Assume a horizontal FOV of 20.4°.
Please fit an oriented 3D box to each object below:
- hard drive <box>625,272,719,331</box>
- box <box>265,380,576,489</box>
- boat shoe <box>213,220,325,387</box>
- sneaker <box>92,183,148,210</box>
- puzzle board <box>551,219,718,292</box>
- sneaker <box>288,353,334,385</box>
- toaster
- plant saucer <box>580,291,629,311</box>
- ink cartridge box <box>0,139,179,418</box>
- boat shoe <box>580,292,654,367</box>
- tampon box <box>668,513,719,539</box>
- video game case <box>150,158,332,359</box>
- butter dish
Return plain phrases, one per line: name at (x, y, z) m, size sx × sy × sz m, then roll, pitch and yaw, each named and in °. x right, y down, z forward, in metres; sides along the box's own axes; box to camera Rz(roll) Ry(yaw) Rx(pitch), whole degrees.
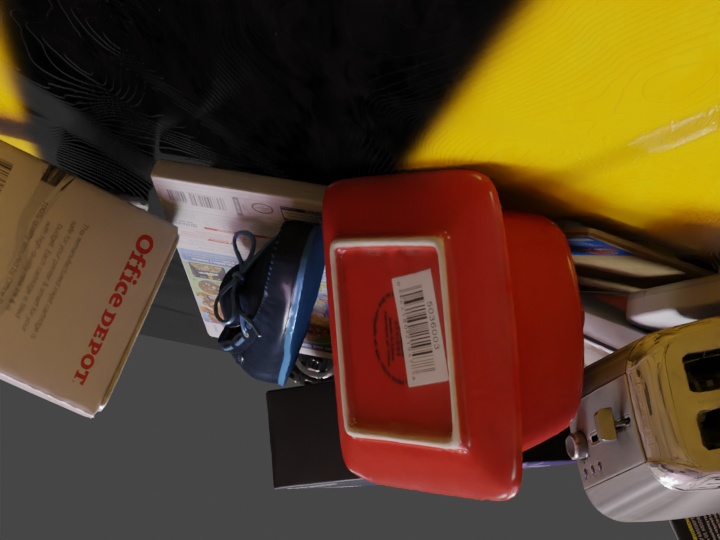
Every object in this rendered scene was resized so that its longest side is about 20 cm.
hard drive at (0.284, 0.026, 1.299) m, size 0.131 × 0.027 × 0.200 m, roll 16°, pitch 165°, yaw -26°
box at (0.052, 0.113, 1.463) m, size 0.199 × 0.079 × 0.141 m, roll -10°, pitch 168°, yaw 34°
boat shoe at (-0.071, 0.027, 1.392) m, size 0.068 × 0.084 × 0.200 m, roll 22°, pitch 146°, yaw 3°
sneaker at (-0.212, -0.012, 1.587) m, size 0.077 × 0.100 × 0.200 m, roll 12°, pitch 172°, yaw 2°
puzzle board at (0.141, -0.011, 1.374) m, size 0.150 × 0.018 × 0.199 m, roll 19°, pitch 169°, yaw -36°
sneaker at (0.000, 0.060, 1.616) m, size 0.199 × 0.076 × 0.091 m, roll 25°, pitch -163°, yaw -2°
toaster at (0.233, 0.088, 1.253) m, size 0.199 × 0.114 × 0.129 m, roll -8°, pitch 167°, yaw -12°
plant saucer at (0.174, 0.045, 1.517) m, size 0.199 × 0.051 × 0.201 m, roll 4°, pitch 177°, yaw 0°
ink cartridge box at (-0.248, -0.004, 1.392) m, size 0.199 × 0.147 × 0.086 m, roll 27°, pitch 169°, yaw -14°
boat shoe at (0.206, 0.091, 1.373) m, size 0.201 × 0.087 × 0.075 m, roll 24°, pitch -165°, yaw 3°
tampon box at (0.345, 0.156, 1.505) m, size 0.200 × 0.127 × 0.150 m, roll -34°, pitch 150°, yaw 25°
video game case at (-0.062, -0.002, 1.437) m, size 0.142 × 0.018 × 0.200 m, roll 10°, pitch 147°, yaw 16°
butter dish at (0.078, 0.035, 1.278) m, size 0.147 × 0.201 × 0.199 m, roll -6°, pitch -177°, yaw -32°
